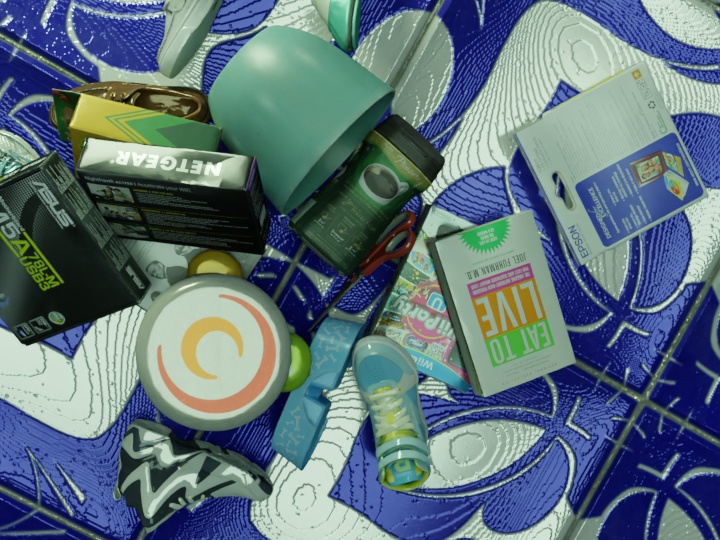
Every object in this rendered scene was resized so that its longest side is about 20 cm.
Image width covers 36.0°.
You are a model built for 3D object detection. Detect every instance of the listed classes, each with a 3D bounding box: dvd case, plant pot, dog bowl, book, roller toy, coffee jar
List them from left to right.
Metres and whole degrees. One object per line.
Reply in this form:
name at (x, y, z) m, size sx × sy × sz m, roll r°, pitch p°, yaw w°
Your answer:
dvd case at (-0.242, -0.019, 1.399) m, size 0.200 × 0.025 × 0.150 m, roll 34°, pitch 90°, yaw -6°
roller toy at (-0.179, 0.094, 1.332) m, size 0.182 × 0.140 × 0.200 m, roll -39°, pitch 94°, yaw -8°
plant pot at (-0.083, -0.194, 1.327) m, size 0.161 × 0.201 × 0.201 m, roll 43°, pitch 88°, yaw 3°
dog bowl at (-0.055, 0.150, 1.389) m, size 0.050 × 0.111 × 0.200 m, roll 22°, pitch 91°, yaw 6°
coffee jar at (0.010, -0.096, 1.390) m, size 0.104 × 0.085 × 0.200 m, roll 43°, pitch 89°, yaw -6°
book at (0.178, 0.040, 1.378) m, size 0.133 × 0.048 × 0.200 m, roll -19°, pitch 94°, yaw -10°

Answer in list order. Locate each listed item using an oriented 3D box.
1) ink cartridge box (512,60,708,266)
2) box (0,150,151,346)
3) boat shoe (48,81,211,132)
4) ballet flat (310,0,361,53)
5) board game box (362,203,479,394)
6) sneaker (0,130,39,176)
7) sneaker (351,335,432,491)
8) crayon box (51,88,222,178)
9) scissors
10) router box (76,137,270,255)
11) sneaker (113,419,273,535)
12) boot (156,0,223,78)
ink cartridge box at (0.322, -0.138, 1.442) m, size 0.200 × 0.047 × 0.198 m, roll -28°, pitch 97°, yaw -2°
box at (-0.378, -0.020, 1.305) m, size 0.193 × 0.048 × 0.200 m, roll -17°, pitch 117°, yaw 28°
boat shoe at (-0.284, -0.201, 1.362) m, size 0.200 × 0.068 × 0.072 m, roll -3°, pitch 94°, yaw -6°
ballet flat at (-0.024, -0.345, 1.354) m, size 0.070 × 0.067 × 0.200 m, roll 8°, pitch 58°, yaw 5°
board game box at (0.110, 0.035, 1.420) m, size 0.147 × 0.064 × 0.200 m, roll 25°, pitch 92°, yaw -7°
sneaker at (-0.414, -0.115, 1.340) m, size 0.200 × 0.086 × 0.078 m, roll 31°, pitch 91°, yaw 1°
sneaker at (0.043, 0.184, 1.352) m, size 0.079 × 0.131 × 0.200 m, roll -17°, pitch 122°, yaw 9°
crayon box at (-0.269, -0.143, 1.316) m, size 0.200 × 0.127 × 0.051 m, roll 13°, pitch 66°, yaw -4°
scissors at (0.000, 0.000, 1.425) m, size 0.200 × 0.073 × 0.014 m, roll -42°, pitch 124°, yaw 20°
router box at (-0.213, -0.084, 1.292) m, size 0.200 × 0.149 × 0.051 m, roll 7°, pitch 62°, yaw 6°
sneaker at (-0.219, 0.281, 1.392) m, size 0.199 × 0.079 × 0.130 m, roll 22°, pitch 92°, yaw -7°
boot at (-0.224, -0.342, 1.366) m, size 0.095 × 0.074 × 0.200 m, roll 27°, pitch 82°, yaw -1°
